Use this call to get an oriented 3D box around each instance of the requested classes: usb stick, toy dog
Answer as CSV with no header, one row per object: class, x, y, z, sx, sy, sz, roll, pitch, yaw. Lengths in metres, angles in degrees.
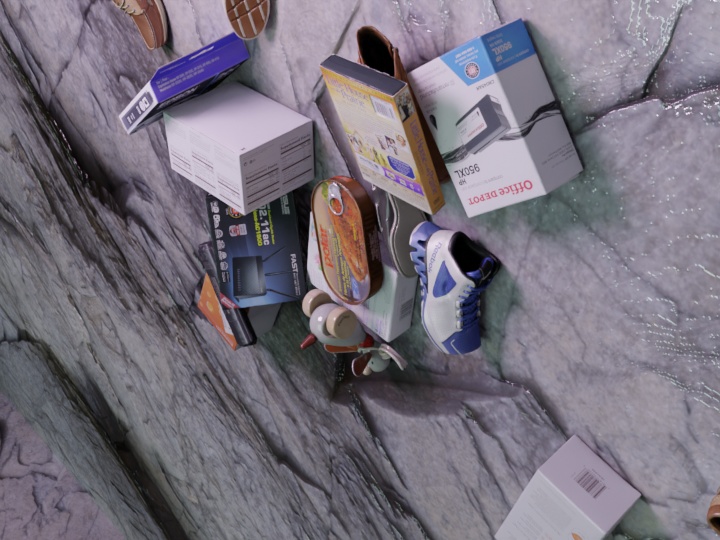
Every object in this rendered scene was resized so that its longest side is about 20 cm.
usb stick,-0.237,0.043,1.621,0.055,0.032,0.202,-2,112,59
toy dog,-0.029,0.123,1.487,0.200,0.097,0.132,43,172,-19

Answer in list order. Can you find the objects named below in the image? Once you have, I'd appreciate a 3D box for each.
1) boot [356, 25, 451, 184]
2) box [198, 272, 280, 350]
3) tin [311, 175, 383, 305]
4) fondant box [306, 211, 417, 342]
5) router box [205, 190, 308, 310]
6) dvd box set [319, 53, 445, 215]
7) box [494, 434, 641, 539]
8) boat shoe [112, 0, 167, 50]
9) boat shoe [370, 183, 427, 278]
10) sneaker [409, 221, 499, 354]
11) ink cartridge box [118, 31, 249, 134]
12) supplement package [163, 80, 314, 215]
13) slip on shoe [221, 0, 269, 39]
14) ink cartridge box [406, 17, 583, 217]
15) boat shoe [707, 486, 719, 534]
boot,0.058,-0.216,1.187,0.201,0.076,0.155,61,177,18
box,-0.220,0.035,1.718,0.125,0.097,0.201,47,143,17
tin,-0.020,-0.046,1.385,0.111,0.042,0.202,12,120,40
fondant box,0.000,0.000,1.470,0.199,0.058,0.145,35,138,30
router box,-0.174,-0.041,1.546,0.062,0.148,0.203,-99,1,-78
dvd box set,0.030,-0.174,1.176,0.146,0.029,0.201,31,156,41
box,0.296,0.358,1.321,0.124,0.097,0.201,42,140,23
boat shoe,-0.407,-0.489,1.613,0.075,0.074,0.202,2,115,50
boat shoe,0.055,-0.090,1.341,0.057,0.066,0.202,-153,49,-64
sneaker,0.143,0.029,1.293,0.115,0.080,0.202,4,115,52
ink cartridge box,-0.277,-0.309,1.475,0.044,0.198,0.199,56,146,-6
supplement package,-0.196,-0.205,1.482,0.199,0.155,0.112,32,138,33
slip on shoe,-0.185,-0.456,1.381,0.061,0.075,0.202,-101,-4,-57
ink cartridge box,0.164,-0.181,1.116,0.144,0.084,0.202,-15,103,54
boat shoe,0.497,0.327,1.057,0.199,0.074,0.076,29,134,37
